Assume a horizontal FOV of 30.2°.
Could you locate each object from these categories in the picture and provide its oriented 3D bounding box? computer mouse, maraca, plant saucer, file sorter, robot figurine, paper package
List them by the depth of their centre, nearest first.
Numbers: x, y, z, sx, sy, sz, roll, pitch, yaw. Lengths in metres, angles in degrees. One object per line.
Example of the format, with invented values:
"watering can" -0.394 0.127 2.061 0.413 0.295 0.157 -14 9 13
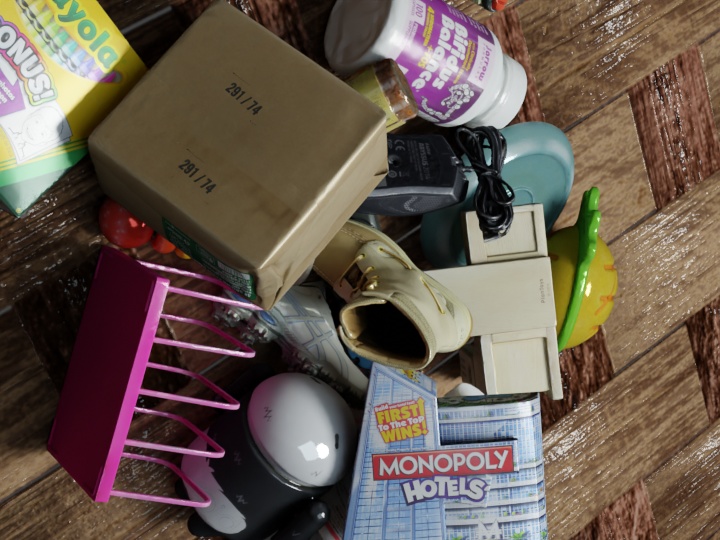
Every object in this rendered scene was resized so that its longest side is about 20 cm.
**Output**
"paper package" -0.103 -0.101 1.151 0.191 0.200 0.104 -50 166 -16
"file sorter" -0.183 0.099 1.216 0.125 0.139 0.200 14 95 -32
"robot figurine" -0.091 0.184 1.290 0.150 0.125 0.200 45 119 -6
"computer mouse" 0.047 -0.086 1.311 0.199 0.139 0.053 4 143 -8
"plant saucer" 0.155 -0.069 1.433 0.200 0.027 0.200 -24 141 -21
"maraca" 0.237 0.002 1.491 0.107 0.137 0.200 9 127 -3

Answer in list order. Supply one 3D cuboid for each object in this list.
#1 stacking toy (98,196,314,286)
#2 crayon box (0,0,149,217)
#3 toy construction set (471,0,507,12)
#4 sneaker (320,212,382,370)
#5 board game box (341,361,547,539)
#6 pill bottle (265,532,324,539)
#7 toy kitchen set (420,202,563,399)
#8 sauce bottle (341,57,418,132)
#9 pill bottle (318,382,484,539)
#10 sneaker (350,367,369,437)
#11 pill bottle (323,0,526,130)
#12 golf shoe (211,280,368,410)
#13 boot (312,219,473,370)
"stacking toy" -0.144 -0.036 1.241 0.200 0.085 0.086 6 100 -22
"crayon box" -0.295 -0.177 1.115 0.173 0.058 0.200 -46 124 -16
"toy construction set" 0.149 -0.345 1.360 0.200 0.092 0.131 -20 139 -21
"sneaker" 0.000 0.000 1.379 0.082 0.073 0.200 -37 118 -66
"board game box" 0.071 0.173 1.235 0.199 0.062 0.200 -4 98 4
"pill bottle" -0.049 0.358 1.409 0.111 0.111 0.200 -22 115 -29
"toy kitchen set" 0.108 0.036 1.421 0.163 0.180 0.201 -6 94 -4
"sauce bottle" -0.045 -0.129 1.250 0.200 0.066 0.066 -25 122 11
"pill bottle" 0.052 0.204 1.333 0.200 0.109 0.109 -41 129 19
"sneaker" 0.035 0.157 1.432 0.200 0.075 0.105 6 105 -32
"pill bottle" 0.070 -0.210 1.330 0.200 0.112 0.112 21 91 -37
"golf shoe" -0.047 0.058 1.327 0.200 0.078 0.097 41 66 -18
"boot" 0.003 0.019 1.253 0.073 0.200 0.155 -56 169 17
